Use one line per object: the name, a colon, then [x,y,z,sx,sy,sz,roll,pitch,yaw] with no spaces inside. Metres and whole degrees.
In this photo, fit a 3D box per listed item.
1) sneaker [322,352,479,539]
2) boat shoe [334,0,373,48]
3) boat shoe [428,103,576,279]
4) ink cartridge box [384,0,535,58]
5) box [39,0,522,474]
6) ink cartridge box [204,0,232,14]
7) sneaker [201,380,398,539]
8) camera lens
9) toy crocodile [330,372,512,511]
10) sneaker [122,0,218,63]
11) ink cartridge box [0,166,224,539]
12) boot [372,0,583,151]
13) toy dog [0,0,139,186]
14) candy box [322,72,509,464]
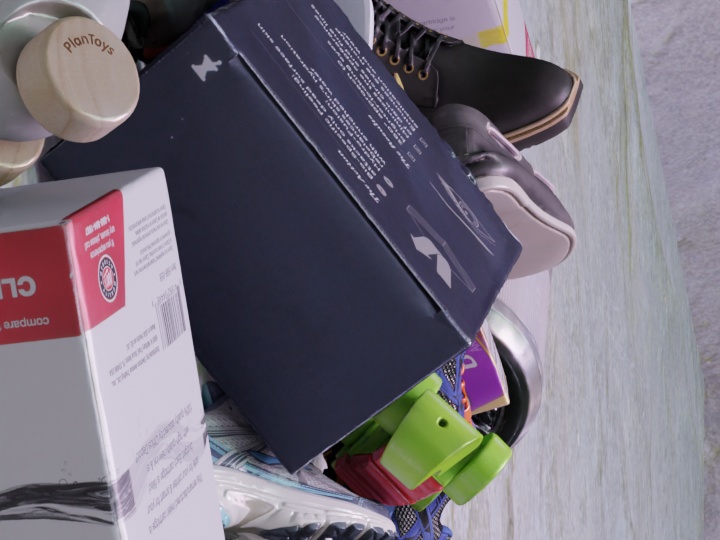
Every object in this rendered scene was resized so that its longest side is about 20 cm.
sneaker: [0.035,0.080,1.476,0.075,0.078,0.200,-110,-149,-50]
boat shoe: [-0.033,-0.168,1.448,0.068,0.072,0.200,54,20,-69]
boat shoe: [0.081,-0.044,1.506,0.200,0.067,0.057,43,34,-69]
ink cartridge box: [0.030,-0.169,1.740,0.200,0.145,0.084,69,19,-49]
box: [-0.032,-0.033,1.303,0.197,0.117,0.200,52,17,-4]
ink cartridge box: [-0.088,-0.193,1.466,0.200,0.047,0.198,-82,161,-51]
sneaker: [-0.057,0.097,1.271,0.200,0.078,0.086,18,53,-46]
camera lens: [0.040,0.022,1.665,0.200,0.160,0.160,-80,160,-50]
toy crocodile: [0.021,0.094,1.332,0.068,0.062,0.200,45,-16,-5]
sneaker: [-0.110,-0.145,1.316,0.200,0.077,0.082,-7,114,-68]
ink cartridge box: [-0.122,0.069,1.103,0.144,0.084,0.200,-44,126,-74]
boot: [0.027,-0.141,1.622,0.138,0.200,0.078,65,34,-44]
toy dog: [-0.140,-0.128,1.103,0.096,0.132,0.200,39,28,-27]
candy box: [0.000,0.000,1.514,0.056,0.116,0.200,-87,158,-74]
